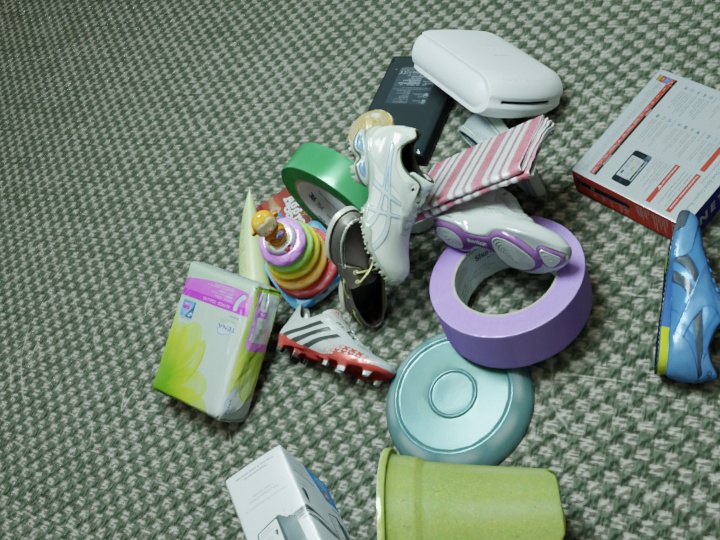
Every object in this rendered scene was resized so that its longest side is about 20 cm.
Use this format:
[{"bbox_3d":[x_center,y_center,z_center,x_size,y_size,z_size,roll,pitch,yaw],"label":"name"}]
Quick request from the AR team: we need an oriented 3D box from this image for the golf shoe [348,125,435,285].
[{"bbox_3d":[0.049,-0.082,0.983,0.096,0.203,0.078,-7,12,23],"label":"golf shoe"}]

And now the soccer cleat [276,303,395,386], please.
[{"bbox_3d":[-0.031,0.099,1.087,0.198,0.069,0.086,12,69,38],"label":"soccer cleat"}]

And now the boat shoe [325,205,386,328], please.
[{"bbox_3d":[0.000,0.000,1.053,0.071,0.202,0.060,-30,52,-19],"label":"boat shoe"}]

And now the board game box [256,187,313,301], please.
[{"bbox_3d":[-0.109,-0.050,1.256,0.102,0.019,0.201,-32,50,4],"label":"board game box"}]

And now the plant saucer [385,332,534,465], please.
[{"bbox_3d":[0.120,0.160,0.995,0.197,0.027,0.203,-13,54,18],"label":"plant saucer"}]

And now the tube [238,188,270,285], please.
[{"bbox_3d":[-0.170,-0.026,1.234,0.058,0.052,0.203,-27,57,26],"label":"tube"}]

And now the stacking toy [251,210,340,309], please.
[{"bbox_3d":[-0.102,-0.035,1.100,0.116,0.200,0.110,-40,64,-1],"label":"stacking toy"}]

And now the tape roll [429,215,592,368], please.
[{"bbox_3d":[0.191,0.024,1.001,0.197,0.066,0.202,-15,43,15],"label":"tape roll"}]

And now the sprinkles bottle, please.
[{"bbox_3d":[0.051,-0.135,1.110,0.067,0.200,0.069,-14,52,19],"label":"sprinkles bottle"}]

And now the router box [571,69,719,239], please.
[{"bbox_3d":[0.412,-0.153,1.036,0.200,0.049,0.179,-46,51,-7],"label":"router box"}]

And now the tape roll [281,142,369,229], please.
[{"bbox_3d":[-0.023,-0.096,1.122,0.199,0.201,0.048,28,73,37],"label":"tape roll"}]

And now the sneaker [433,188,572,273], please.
[{"bbox_3d":[0.184,-0.062,0.983,0.199,0.075,0.100,23,62,42],"label":"sneaker"}]

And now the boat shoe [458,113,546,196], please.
[{"bbox_3d":[0.202,-0.162,1.143,0.071,0.070,0.202,-34,44,9],"label":"boat shoe"}]

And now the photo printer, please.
[{"bbox_3d":[0.195,-0.294,1.181,0.164,0.070,0.200,-9,41,-32],"label":"photo printer"}]

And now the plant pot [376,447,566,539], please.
[{"bbox_3d":[0.122,0.283,0.822,0.181,0.201,0.203,-6,56,10],"label":"plant pot"}]

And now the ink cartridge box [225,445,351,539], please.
[{"bbox_3d":[-0.060,0.325,0.899,0.085,0.147,0.201,-34,50,-1],"label":"ink cartridge box"}]

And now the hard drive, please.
[{"bbox_3d":[0.079,-0.267,1.293,0.138,0.033,0.202,10,64,32],"label":"hard drive"}]

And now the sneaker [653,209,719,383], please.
[{"bbox_3d":[0.388,0.030,0.908,0.077,0.066,0.203,5,74,21],"label":"sneaker"}]

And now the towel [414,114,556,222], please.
[{"bbox_3d":[0.152,-0.126,1.024,0.198,0.030,0.147,-21,23,38],"label":"towel"}]

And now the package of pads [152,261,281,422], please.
[{"bbox_3d":[-0.206,0.103,1.139,0.153,0.068,0.203,16,88,35],"label":"package of pads"}]
